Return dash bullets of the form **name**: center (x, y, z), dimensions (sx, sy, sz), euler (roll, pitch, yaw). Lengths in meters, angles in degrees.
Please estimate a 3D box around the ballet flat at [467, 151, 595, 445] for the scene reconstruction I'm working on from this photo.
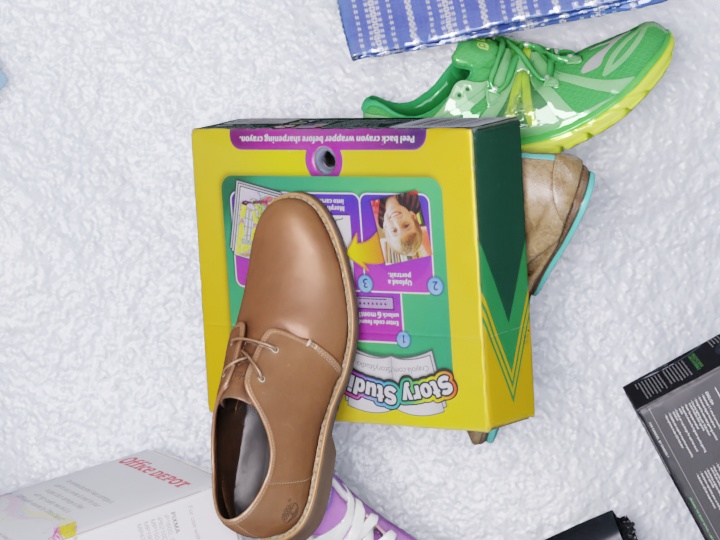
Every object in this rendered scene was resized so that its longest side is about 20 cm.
- **ballet flat**: center (0.076, 0.012, 1.502), dimensions (0.072, 0.068, 0.201), euler (19, 124, 0)

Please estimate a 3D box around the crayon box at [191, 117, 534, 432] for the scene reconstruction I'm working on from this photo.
- **crayon box**: center (0.000, 0.000, 1.478), dimensions (0.199, 0.058, 0.174), euler (2, 101, 34)

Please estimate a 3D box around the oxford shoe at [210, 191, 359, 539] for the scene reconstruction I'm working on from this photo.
- **oxford shoe**: center (-0.048, 0.051, 1.425), dimensions (0.071, 0.071, 0.201), euler (-3, 79, 32)

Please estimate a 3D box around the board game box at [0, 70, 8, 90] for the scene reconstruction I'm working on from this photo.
- **board game box**: center (-0.301, -0.123, 1.440), dimensions (0.135, 0.034, 0.200), euler (-56, 135, -17)

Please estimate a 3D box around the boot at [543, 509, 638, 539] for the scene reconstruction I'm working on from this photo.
- **boot**: center (0.118, 0.261, 1.549), dimensions (0.167, 0.076, 0.201), euler (-16, 91, 6)

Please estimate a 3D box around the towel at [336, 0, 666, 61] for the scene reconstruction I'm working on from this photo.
- **towel**: center (0.076, -0.209, 1.492), dimensions (0.199, 0.024, 0.146), euler (-12, 79, 1)

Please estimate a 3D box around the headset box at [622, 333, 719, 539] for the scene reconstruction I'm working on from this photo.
- **headset box**: center (0.286, 0.102, 1.518), dimensions (0.199, 0.093, 0.175), euler (-30, 96, 4)

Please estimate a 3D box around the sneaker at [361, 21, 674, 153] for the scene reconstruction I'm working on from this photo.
- **sneaker**: center (0.092, -0.106, 1.501), dimensions (0.199, 0.074, 0.084), euler (-22, 101, 4)

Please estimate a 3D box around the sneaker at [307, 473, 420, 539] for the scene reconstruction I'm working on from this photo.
- **sneaker**: center (-0.002, 0.168, 1.486), dimensions (0.200, 0.114, 0.073), euler (34, 81, 16)

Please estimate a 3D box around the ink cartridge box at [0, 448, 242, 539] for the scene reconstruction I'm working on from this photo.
- **ink cartridge box**: center (-0.180, 0.178, 1.471), dimensions (0.199, 0.147, 0.086), euler (-15, 100, -22)
